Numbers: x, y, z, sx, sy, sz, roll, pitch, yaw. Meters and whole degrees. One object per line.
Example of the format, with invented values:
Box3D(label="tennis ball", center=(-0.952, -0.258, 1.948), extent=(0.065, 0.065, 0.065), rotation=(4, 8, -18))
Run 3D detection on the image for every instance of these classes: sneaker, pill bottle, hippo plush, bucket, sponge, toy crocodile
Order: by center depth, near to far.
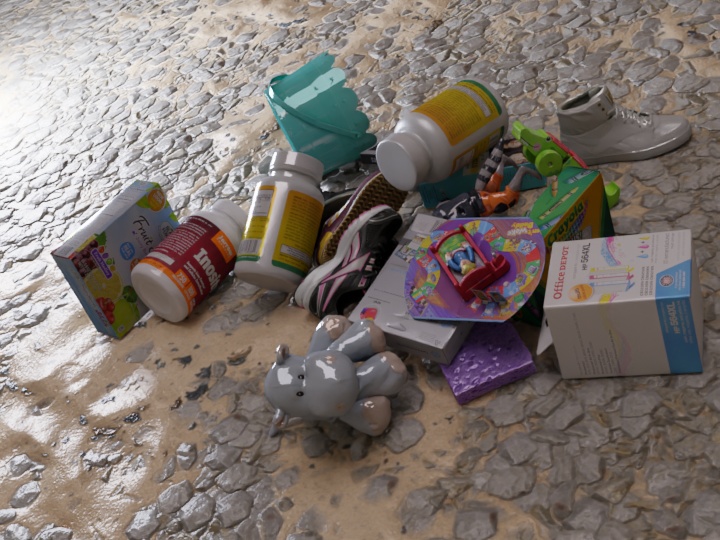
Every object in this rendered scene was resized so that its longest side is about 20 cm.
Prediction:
Box3D(label="hippo plush", center=(-0.055, 0.125, 1.423), extent=(0.199, 0.161, 0.160), rotation=(-2, 77, 22))
Box3D(label="sponge", center=(0.142, 0.081, 1.505), extent=(0.111, 0.030, 0.200), rotation=(-25, 46, -1))
Box3D(label="toy crocodile", center=(0.294, -0.150, 1.626), extent=(0.062, 0.200, 0.068), rotation=(-48, 21, 11))
Box3D(label="sneaker", center=(0.000, 0.000, 1.667), extent=(0.086, 0.080, 0.200), rotation=(40, 90, 29))
Box3D(label="pill bottle", center=(0.122, -0.203, 1.719), extent=(0.200, 0.113, 0.112), rotation=(-35, 37, -30))
Box3D(label="sneaker", center=(0.400, -0.232, 1.726), extent=(0.199, 0.116, 0.074), rotation=(-10, 35, 14))
Box3D(label="pill bottle", center=(-0.118, -0.076, 1.734), extent=(0.112, 0.113, 0.201), rotation=(4, 74, 32))
Box3D(label="sneaker", center=(-0.009, -0.084, 1.760), extent=(0.200, 0.075, 0.090), rotation=(-50, 24, -12))
Box3D(label="pill bottle", center=(-0.263, -0.022, 1.809), extent=(0.113, 0.113, 0.200), rotation=(13, 49, 39))
Box3D(label="sneaker", center=(-0.049, -0.110, 1.842), extent=(0.199, 0.075, 0.107), rotation=(-18, 36, 8))
Box3D(label="bucket", center=(-0.070, -0.264, 1.955), extent=(0.134, 0.208, 0.207), rotation=(-29, 36, -2))

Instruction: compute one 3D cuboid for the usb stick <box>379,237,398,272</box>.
Box3D(label="usb stick", center=(0.062, 0.010, 1.665), extent=(0.055, 0.033, 0.200), rotation=(-33, 36, -1))

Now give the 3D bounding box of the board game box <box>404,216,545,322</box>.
Box3D(label="board game box", center=(0.139, -0.013, 1.456), extent=(0.199, 0.039, 0.159), rotation=(1, 59, 34))

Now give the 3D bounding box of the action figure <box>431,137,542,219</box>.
Box3D(label="action figure", center=(0.158, -0.105, 1.691), extent=(0.193, 0.105, 0.200), rotation=(-42, 32, 1))

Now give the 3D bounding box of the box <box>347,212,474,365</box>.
Box3D(label="box", center=(0.098, 0.021, 1.527), extent=(0.155, 0.041, 0.200), rotation=(15, 57, 33))

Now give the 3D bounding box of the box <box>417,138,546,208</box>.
Box3D(label="box", center=(0.193, -0.158, 1.796), extent=(0.199, 0.049, 0.083), rotation=(-11, 37, 17))

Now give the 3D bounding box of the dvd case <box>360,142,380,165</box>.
Box3D(label="dvd case", center=(0.118, -0.220, 1.883), extent=(0.199, 0.025, 0.150), rotation=(-30, 24, -33))

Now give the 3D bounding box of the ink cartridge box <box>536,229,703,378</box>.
Box3D(label="ink cartridge box", center=(0.316, 0.044, 1.402), extent=(0.199, 0.126, 0.129), rotation=(-5, 39, 21))

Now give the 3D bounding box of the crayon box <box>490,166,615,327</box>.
Box3D(label="crayon box", center=(0.265, -0.035, 1.538), extent=(0.058, 0.119, 0.200), rotation=(16, 50, 41))

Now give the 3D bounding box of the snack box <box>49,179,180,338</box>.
Box3D(label="snack box", center=(-0.374, -0.021, 1.819), extent=(0.067, 0.169, 0.200), rotation=(11, 47, 40))
